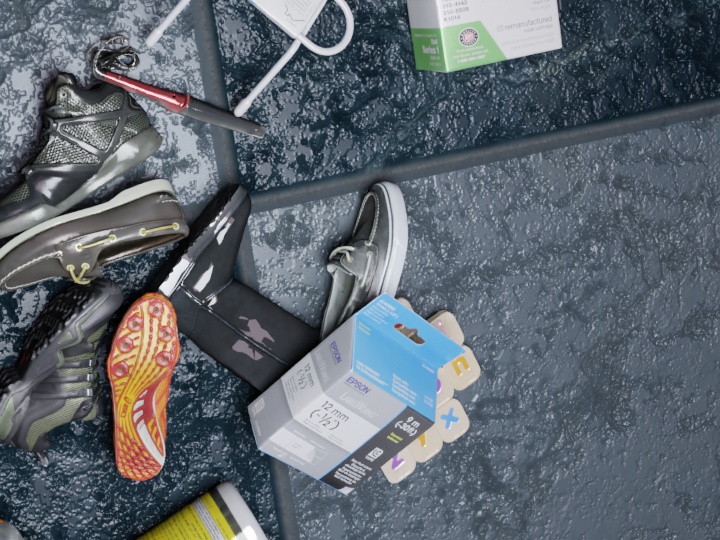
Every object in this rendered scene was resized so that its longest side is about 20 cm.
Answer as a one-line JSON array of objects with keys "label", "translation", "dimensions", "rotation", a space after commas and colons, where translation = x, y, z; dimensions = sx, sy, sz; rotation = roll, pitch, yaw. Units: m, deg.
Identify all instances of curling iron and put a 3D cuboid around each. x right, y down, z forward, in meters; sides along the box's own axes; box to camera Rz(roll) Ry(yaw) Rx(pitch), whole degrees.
[{"label": "curling iron", "translation": [-0.183, -0.180, 1.267], "dimensions": [0.198, 0.026, 0.050], "rotation": [26, 94, -23]}]

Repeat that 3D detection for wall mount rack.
[{"label": "wall mount rack", "translation": [-0.112, -0.263, 1.249], "dimensions": [0.199, 0.074, 0.175], "rotation": [36, 77, -22]}]

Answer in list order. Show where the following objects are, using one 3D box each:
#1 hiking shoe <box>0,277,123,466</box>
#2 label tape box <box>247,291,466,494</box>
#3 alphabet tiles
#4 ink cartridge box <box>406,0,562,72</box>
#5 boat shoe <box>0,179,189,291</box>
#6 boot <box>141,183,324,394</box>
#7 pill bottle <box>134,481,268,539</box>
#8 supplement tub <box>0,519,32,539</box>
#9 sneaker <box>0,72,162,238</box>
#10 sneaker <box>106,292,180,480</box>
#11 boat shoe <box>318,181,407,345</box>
[{"label": "hiking shoe", "translation": [-0.293, 0.099, 1.265], "dimensions": [0.100, 0.076, 0.201], "rotation": [37, 96, -31]}, {"label": "label tape box", "translation": [0.003, 0.132, 1.300], "dimensions": [0.199, 0.067, 0.143], "rotation": [-39, 132, 18]}, {"label": "alphabet tiles", "translation": [0.040, 0.137, 1.413], "dimensions": [0.199, 0.015, 0.197], "rotation": [-35, 117, -11]}, {"label": "ink cartridge box", "translation": [0.122, -0.324, 1.320], "dimensions": [0.144, 0.084, 0.203], "rotation": [-15, 106, -17]}, {"label": "boat shoe", "translation": [-0.267, -0.024, 1.235], "dimensions": [0.199, 0.072, 0.061], "rotation": [-26, 76, -15]}, {"label": "boot", "translation": [-0.106, 0.030, 1.315], "dimensions": [0.199, 0.066, 0.165], "rotation": [38, 94, -19]}, {"label": "pill bottle", "translation": [-0.193, 0.321, 1.316], "dimensions": [0.199, 0.112, 0.113], "rotation": [-32, 109, -12]}, {"label": "supplement tub", "translation": [-0.416, 0.292, 1.223], "dimensions": [0.198, 0.122, 0.124], "rotation": [21, 93, -23]}, {"label": "sneaker", "translation": [-0.300, -0.117, 1.213], "dimensions": [0.199, 0.076, 0.115], "rotation": [-37, 109, -13]}, {"label": "sneaker", "translation": [-0.227, 0.113, 1.277], "dimensions": [0.072, 0.077, 0.203], "rotation": [6, 111, -15]}, {"label": "boat shoe", "translation": [0.000, 0.000, 1.328], "dimensions": [0.070, 0.072, 0.203], "rotation": [13, 80, -26]}]
